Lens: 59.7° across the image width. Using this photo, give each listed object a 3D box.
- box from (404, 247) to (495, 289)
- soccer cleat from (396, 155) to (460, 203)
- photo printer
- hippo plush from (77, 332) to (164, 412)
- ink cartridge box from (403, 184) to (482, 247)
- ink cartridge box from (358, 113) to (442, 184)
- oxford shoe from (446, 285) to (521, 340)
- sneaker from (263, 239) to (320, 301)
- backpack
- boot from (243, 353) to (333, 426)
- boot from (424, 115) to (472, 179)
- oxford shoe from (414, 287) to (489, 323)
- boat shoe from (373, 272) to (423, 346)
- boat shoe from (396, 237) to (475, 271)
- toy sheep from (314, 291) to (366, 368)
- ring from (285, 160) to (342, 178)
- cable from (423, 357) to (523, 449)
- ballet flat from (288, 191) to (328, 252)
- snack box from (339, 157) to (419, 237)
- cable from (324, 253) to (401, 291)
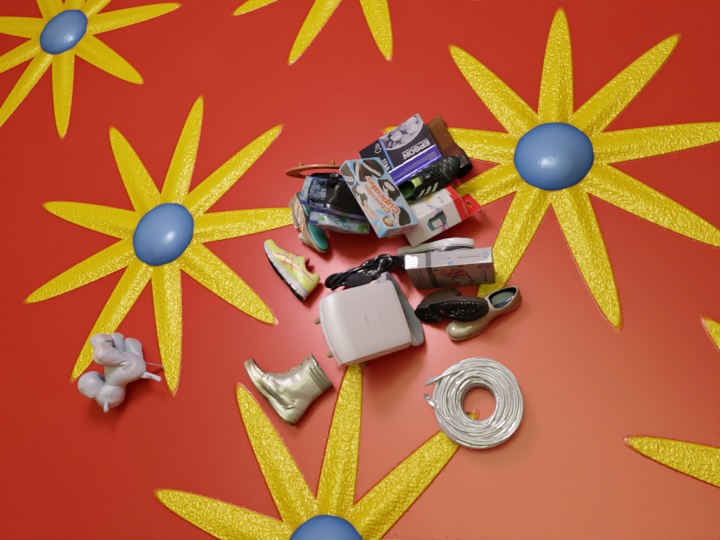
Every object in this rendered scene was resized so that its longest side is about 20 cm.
[{"bbox_3d":[0.215,-0.003,1.479,0.198,0.156,0.042,-6,70,12],"label":"box"},{"bbox_3d":[0.159,-0.220,1.549,0.199,0.081,0.068,-30,85,11],"label":"soccer cleat"},{"bbox_3d":[0.005,0.118,1.418,0.198,0.069,0.168,-12,78,-32],"label":"photo printer"},{"bbox_3d":[-0.638,0.270,1.635,0.199,0.159,0.162,31,98,-18],"label":"hippo plush"},{"bbox_3d":[0.191,-0.151,1.565,0.199,0.068,0.116,-29,28,3],"label":"ink cartridge box"},{"bbox_3d":[0.105,-0.293,1.648,0.197,0.043,0.201,-31,50,11],"label":"ink cartridge box"},{"bbox_3d":[0.284,0.092,1.467,0.199,0.074,0.071,-34,65,0],"label":"oxford shoe"},{"bbox_3d":[-0.178,-0.015,1.643,0.090,0.078,0.200,-38,70,-11],"label":"sneaker"},{"bbox_3d":[-0.059,-0.174,1.599,0.200,0.182,0.149,26,105,56],"label":"backpack"},{"bbox_3d":[-0.177,0.254,1.530,0.155,0.072,0.200,-44,70,-4],"label":"boot"},{"bbox_3d":[0.174,-0.303,1.662,0.187,0.068,0.201,-34,59,10],"label":"boot"},{"bbox_3d":[0.218,0.071,1.461,0.199,0.073,0.085,-2,43,45],"label":"oxford shoe"},{"bbox_3d":[0.088,0.103,1.530,0.067,0.073,0.201,-38,62,29],"label":"boat shoe"},{"bbox_3d":[0.186,-0.034,1.550,0.198,0.070,0.067,-7,75,13],"label":"boat shoe"},{"bbox_3d":[-0.031,0.141,1.508,0.137,0.138,0.201,-26,77,4],"label":"toy sheep"},{"bbox_3d":[-0.098,-0.263,1.648,0.198,0.200,0.019,-1,89,15],"label":"ring"},{"bbox_3d":[0.261,0.296,1.396,0.199,0.069,0.201,-30,65,1],"label":"cable"},{"bbox_3d":[-0.144,-0.119,1.684,0.065,0.070,0.201,-38,58,29],"label":"ballet flat"},{"bbox_3d":[0.044,-0.175,1.477,0.037,0.116,0.201,-46,67,43],"label":"snack box"},{"bbox_3d":[0.000,0.000,1.539,0.199,0.163,0.051,-19,99,32],"label":"cable"}]
